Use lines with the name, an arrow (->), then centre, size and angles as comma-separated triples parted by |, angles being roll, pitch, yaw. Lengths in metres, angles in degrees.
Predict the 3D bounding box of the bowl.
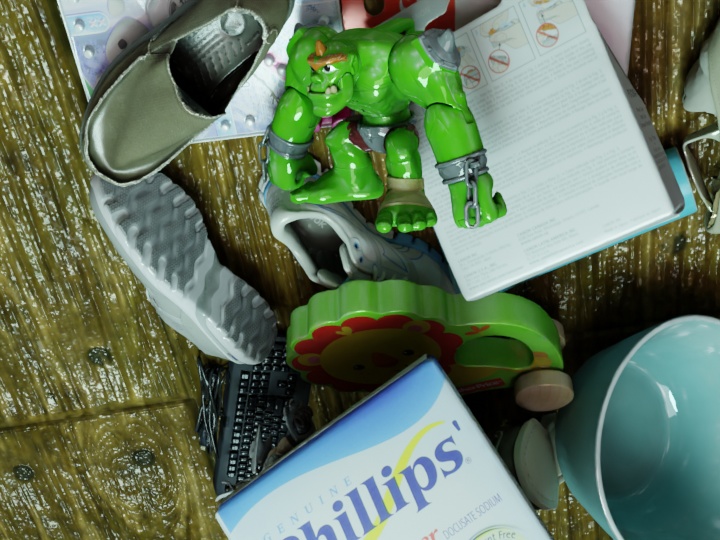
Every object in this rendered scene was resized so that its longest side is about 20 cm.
bowl -> 0.240, 0.137, 0.850 | 0.197, 0.105, 0.205 | 0, 90, -26

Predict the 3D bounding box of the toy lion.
toy lion -> 0.049, 0.059, 0.802 | 0.197, 0.070, 0.192 | -14, 146, 20

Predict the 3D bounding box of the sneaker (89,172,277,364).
sneaker -> -0.152, 0.004, 0.806 | 0.081, 0.075, 0.201 | -10, 125, 39

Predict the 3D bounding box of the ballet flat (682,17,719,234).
ballet flat -> 0.264, -0.109, 0.745 | 0.068, 0.070, 0.202 | -13, 123, 9

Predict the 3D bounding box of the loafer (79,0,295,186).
loafer -> -0.125, -0.126, 0.690 | 0.075, 0.070, 0.200 | 37, 116, -21

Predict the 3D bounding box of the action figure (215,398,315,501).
action figure -> -0.024, 0.163, 0.813 | 0.196, 0.133, 0.069 | -12, 157, 13

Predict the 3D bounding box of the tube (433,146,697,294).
tube -> 0.157, -0.036, 0.799 | 0.197, 0.050, 0.079 | -20, 93, 15

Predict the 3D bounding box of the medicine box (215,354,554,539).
medicine box -> 0.031, 0.192, 0.711 | 0.181, 0.103, 0.202 | -35, 86, 1

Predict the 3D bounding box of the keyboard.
keyboard -> -0.101, 0.141, 0.921 | 0.102, 0.040, 0.203 | 7, 122, -6

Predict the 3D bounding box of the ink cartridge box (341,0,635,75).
ink cartridge box -> 0.085, -0.198, 0.692 | 0.196, 0.057, 0.165 | -5, 124, -2

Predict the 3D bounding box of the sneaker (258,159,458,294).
sneaker -> 0.000, 0.000, 0.800 | 0.199, 0.087, 0.075 | 34, 115, -22

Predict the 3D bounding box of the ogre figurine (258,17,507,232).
ogre figurine -> 0.005, -0.099, 0.674 | 0.097, 0.199, 0.122 | -12, 111, -24

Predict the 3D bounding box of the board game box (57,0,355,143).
board game box -> -0.113, -0.178, 0.714 | 0.196, 0.026, 0.203 | -6, 123, 5

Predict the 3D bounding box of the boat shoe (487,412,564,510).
boat shoe -> 0.132, 0.159, 0.855 | 0.059, 0.201, 0.074 | -13, 85, 16

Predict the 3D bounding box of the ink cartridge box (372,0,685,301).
ink cartridge box -> 0.106, -0.101, 0.699 | 0.158, 0.047, 0.203 | -24, 88, 29
